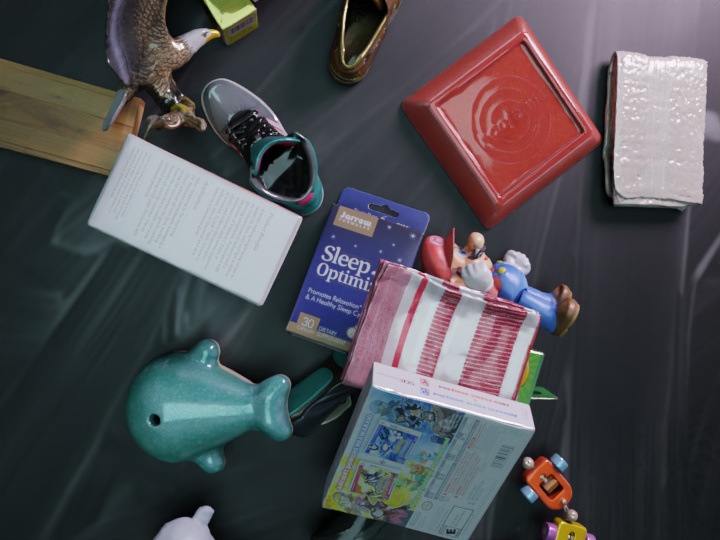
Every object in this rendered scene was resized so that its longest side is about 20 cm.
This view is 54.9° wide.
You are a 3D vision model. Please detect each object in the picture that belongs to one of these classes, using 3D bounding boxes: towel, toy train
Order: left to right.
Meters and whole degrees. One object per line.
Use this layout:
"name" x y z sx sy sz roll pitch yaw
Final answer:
"towel" 0.091 0.085 0.769 0.198 0.023 0.145 18 90 -7
"toy train" 0.215 0.341 0.904 0.150 0.056 0.200 44 84 -5
"towel" 0.387 -0.181 0.908 0.131 0.034 0.202 2 91 -8

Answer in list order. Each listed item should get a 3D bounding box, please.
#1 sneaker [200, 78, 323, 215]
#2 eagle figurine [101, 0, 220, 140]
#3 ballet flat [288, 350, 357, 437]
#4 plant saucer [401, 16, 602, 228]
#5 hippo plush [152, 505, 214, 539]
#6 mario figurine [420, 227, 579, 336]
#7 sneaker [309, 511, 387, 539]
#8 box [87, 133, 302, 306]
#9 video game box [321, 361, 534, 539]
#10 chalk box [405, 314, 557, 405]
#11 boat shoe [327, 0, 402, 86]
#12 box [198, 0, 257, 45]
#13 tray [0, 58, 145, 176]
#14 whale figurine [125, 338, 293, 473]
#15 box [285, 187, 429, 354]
"sneaker" -0.116 -0.147 0.807 0.084 0.121 0.200 -42 96 -3
"eagle figurine" -0.227 -0.256 0.756 0.151 0.151 0.201 0 121 33
"ballet flat" -0.020 0.135 0.864 0.200 0.073 0.073 -40 96 -9
"plant saucer" 0.187 -0.191 0.883 0.199 0.037 0.201 -37 95 -4
"hippo plush" -0.202 0.376 0.797 0.159 0.200 0.161 -37 88 -25
"mario figurine" 0.169 0.000 0.838 0.199 0.124 0.107 22 72 -3
"sneaker" 0.014 0.283 0.874 0.199 0.073 0.082 -31 87 -13
"box" -0.178 -0.055 0.788 0.199 0.152 0.107 25 89 -8
"video game box" 0.069 0.209 0.774 0.181 0.047 0.201 15 122 -8
"chalk box" 0.137 0.135 0.847 0.198 0.125 0.125 18 90 -6
"boat shoe" 0.015 -0.325 0.840 0.071 0.068 0.202 15 90 -5
"box" -0.194 -0.371 0.812 0.050 0.075 0.201 -31 95 -4
"tray" -0.368 -0.181 0.819 0.198 0.037 0.099 15 91 -6
"whale figurine" -0.179 0.161 0.801 0.198 0.104 0.161 0 93 15
"box" 0.000 0.000 0.840 0.120 0.032 0.201 18 76 7
